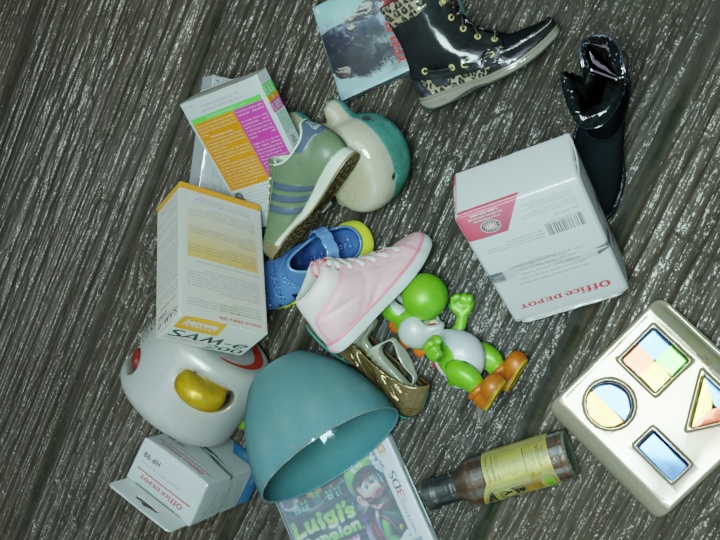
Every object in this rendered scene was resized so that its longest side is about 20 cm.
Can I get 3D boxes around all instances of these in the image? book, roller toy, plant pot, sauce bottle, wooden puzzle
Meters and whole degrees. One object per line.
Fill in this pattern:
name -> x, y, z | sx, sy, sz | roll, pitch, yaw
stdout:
book -> -0.137, -0.157, 1.191 | 0.133, 0.048, 0.201 | -9, 116, 35
roller toy -> -0.222, 0.135, 1.218 | 0.182, 0.200, 0.140 | 42, 104, 23
plant pot -> -0.070, 0.183, 1.138 | 0.200, 0.200, 0.135 | -42, 65, 16
sauce bottle -> 0.173, 0.258, 1.124 | 0.199, 0.065, 0.065 | -22, 81, 22
wooden puzzle -> 0.355, 0.165, 1.059 | 0.185, 0.046, 0.200 | 46, 105, 16

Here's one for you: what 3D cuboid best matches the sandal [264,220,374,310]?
sandal -> -0.082, -0.009, 1.219 | 0.200, 0.087, 0.080 | -33, 79, 20

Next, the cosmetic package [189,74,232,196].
cosmetic package -> -0.193, -0.169, 1.265 | 0.051, 0.082, 0.201 | 11, 94, 58

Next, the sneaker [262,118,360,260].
sneaker -> -0.086, -0.109, 1.141 | 0.090, 0.067, 0.200 | 45, 125, 7

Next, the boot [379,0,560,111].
boot -> 0.133, -0.307, 1.117 | 0.199, 0.073, 0.151 | -23, 107, 27

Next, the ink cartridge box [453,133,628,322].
ink cartridge box -> 0.212, -0.043, 1.038 | 0.145, 0.200, 0.085 | -18, 41, 21

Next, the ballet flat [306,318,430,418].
ballet flat -> 0.017, 0.108, 1.182 | 0.200, 0.068, 0.072 | 43, 119, 15

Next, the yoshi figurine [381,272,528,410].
yoshi figurine -> 0.114, 0.076, 1.134 | 0.200, 0.112, 0.112 | 36, 86, 21

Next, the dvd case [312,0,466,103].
dvd case -> 0.042, -0.333, 1.208 | 0.199, 0.022, 0.147 | -19, 82, 19

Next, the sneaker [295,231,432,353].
sneaker -> 0.000, 0.000, 1.141 | 0.105, 0.075, 0.200 | 46, 76, -11

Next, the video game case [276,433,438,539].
video game case -> -0.007, 0.344, 1.216 | 0.200, 0.023, 0.182 | -28, 79, 19

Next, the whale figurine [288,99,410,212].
whale figurine -> -0.015, -0.162, 1.195 | 0.200, 0.104, 0.160 | 28, 139, 40

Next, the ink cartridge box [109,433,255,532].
ink cartridge box -> -0.231, 0.277, 1.213 | 0.116, 0.200, 0.067 | 31, 99, 19

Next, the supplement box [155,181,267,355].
supplement box -> -0.196, -0.002, 1.159 | 0.073, 0.126, 0.201 | -38, 47, 42

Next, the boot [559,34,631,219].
boot -> 0.269, -0.158, 1.034 | 0.076, 0.168, 0.201 | 10, 94, 22
